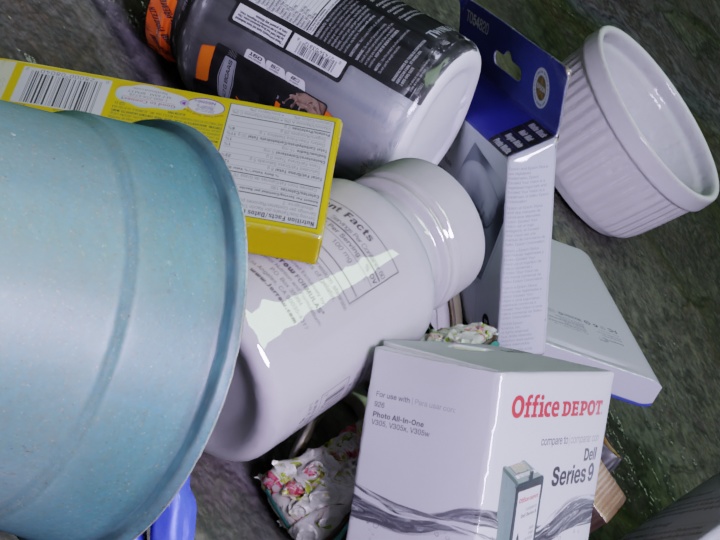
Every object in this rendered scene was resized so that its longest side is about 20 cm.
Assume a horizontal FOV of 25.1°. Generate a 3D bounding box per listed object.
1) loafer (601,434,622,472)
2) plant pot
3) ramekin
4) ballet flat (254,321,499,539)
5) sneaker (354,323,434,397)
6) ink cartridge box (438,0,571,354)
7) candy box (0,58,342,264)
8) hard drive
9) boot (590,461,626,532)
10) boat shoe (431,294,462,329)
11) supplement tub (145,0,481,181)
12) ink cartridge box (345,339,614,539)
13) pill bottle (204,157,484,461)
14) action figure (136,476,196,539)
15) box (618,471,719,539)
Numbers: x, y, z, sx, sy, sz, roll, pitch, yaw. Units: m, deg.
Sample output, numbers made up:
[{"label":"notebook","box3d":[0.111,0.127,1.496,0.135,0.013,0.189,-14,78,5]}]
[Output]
[{"label":"loafer","box3d":[0.151,0.087,1.231,0.073,0.072,0.200,28,37,-42]},{"label":"plant pot","box3d":[-0.182,0.005,0.654,0.196,0.200,0.200,19,44,-40]},{"label":"ramekin","box3d":[0.250,-0.128,1.580,0.200,0.105,0.200,40,32,-31]},{"label":"ballet flat","box3d":[0.012,0.081,0.954,0.064,0.076,0.200,41,50,5]},{"label":"sneaker","box3d":[0.000,0.000,1.057,0.200,0.089,0.079,54,26,0]},{"label":"ink cartridge box","box3d":[0.081,-0.069,1.114,0.041,0.200,0.200,-4,24,-16]},{"label":"candy box","box3d":[-0.113,-0.060,0.860,0.200,0.026,0.102,10,45,-1]},{"label":"hard drive","box3d":[0.140,0.023,1.232,0.132,0.025,0.200,19,24,-18]},{"label":"boot","box3d":[0.088,0.137,1.078,0.155,0.077,0.200,49,41,4]},{"label":"boat shoe","box3d":[0.008,-0.027,1.133,0.068,0.075,0.200,-15,80,-33]},{"label":"supplement tub","box3d":[-0.033,-0.139,1.055,0.200,0.123,0.123,31,23,15]},{"label":"ink cartridge box","box3d":[0.062,0.144,0.896,0.146,0.084,0.200,5,94,-57]},{"label":"pill bottle","box3d":[-0.024,0.012,0.907,0.200,0.114,0.114,-32,89,-41]},{"label":"action figure","box3d":[-0.089,0.132,0.769,0.099,0.065,0.200,13,73,-74]},{"label":"box","box3d":[0.298,0.239,1.113,0.199,0.171,0.200,59,-17,5]}]
